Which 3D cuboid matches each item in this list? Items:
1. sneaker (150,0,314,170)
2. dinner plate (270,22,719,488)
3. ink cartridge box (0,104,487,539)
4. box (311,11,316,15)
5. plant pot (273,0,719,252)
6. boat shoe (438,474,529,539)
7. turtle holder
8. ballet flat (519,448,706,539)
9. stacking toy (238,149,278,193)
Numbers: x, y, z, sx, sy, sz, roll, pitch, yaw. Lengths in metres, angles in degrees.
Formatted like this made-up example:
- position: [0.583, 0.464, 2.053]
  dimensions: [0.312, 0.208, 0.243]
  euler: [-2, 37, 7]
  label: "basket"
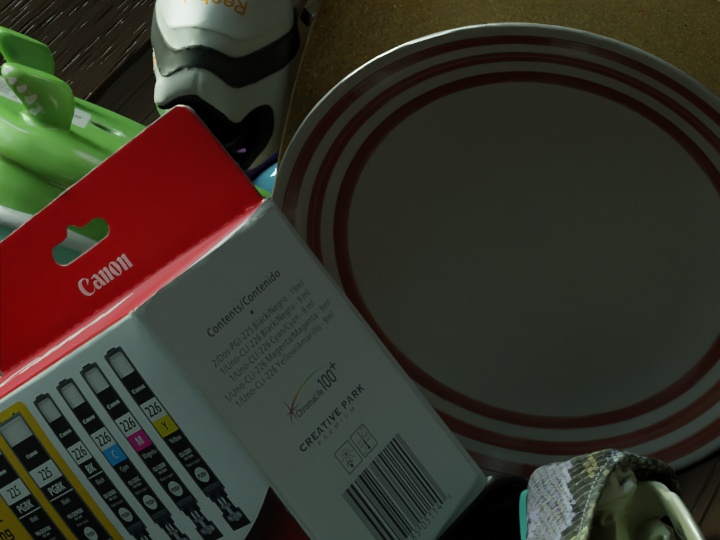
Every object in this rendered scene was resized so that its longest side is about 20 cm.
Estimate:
- position: [-0.049, -0.075, 0.760]
  dimensions: [0.200, 0.073, 0.080]
  euler: [52, -132, -75]
  label: "sneaker"
- position: [0.064, -0.003, 0.687]
  dimensions: [0.200, 0.200, 0.024]
  euler: [-31, 20, 33]
  label: "dinner plate"
- position: [-0.086, 0.062, 0.697]
  dimensions: [0.200, 0.176, 0.084]
  euler: [-32, 8, 45]
  label: "ink cartridge box"
- position: [-0.063, -0.073, 1.202]
  dimensions: [0.141, 0.079, 0.200]
  euler: [-24, 25, 37]
  label: "box"
- position: [0.087, -0.055, 0.763]
  dimensions: [0.186, 0.199, 0.187]
  euler: [18, -90, -80]
  label: "plant pot"
- position: [0.026, 0.136, 0.661]
  dimensions: [0.066, 0.070, 0.200]
  euler: [-34, 8, 29]
  label: "boat shoe"
- position: [-0.115, -0.015, 0.837]
  dimensions: [0.141, 0.185, 0.132]
  euler: [35, 105, 50]
  label: "turtle holder"
- position: [0.080, 0.115, 0.578]
  dimensions: [0.072, 0.072, 0.200]
  euler: [-35, 17, 22]
  label: "ballet flat"
- position: [0.000, 0.000, 0.887]
  dimensions: [0.085, 0.200, 0.085]
  euler: [-27, -14, -7]
  label: "stacking toy"
